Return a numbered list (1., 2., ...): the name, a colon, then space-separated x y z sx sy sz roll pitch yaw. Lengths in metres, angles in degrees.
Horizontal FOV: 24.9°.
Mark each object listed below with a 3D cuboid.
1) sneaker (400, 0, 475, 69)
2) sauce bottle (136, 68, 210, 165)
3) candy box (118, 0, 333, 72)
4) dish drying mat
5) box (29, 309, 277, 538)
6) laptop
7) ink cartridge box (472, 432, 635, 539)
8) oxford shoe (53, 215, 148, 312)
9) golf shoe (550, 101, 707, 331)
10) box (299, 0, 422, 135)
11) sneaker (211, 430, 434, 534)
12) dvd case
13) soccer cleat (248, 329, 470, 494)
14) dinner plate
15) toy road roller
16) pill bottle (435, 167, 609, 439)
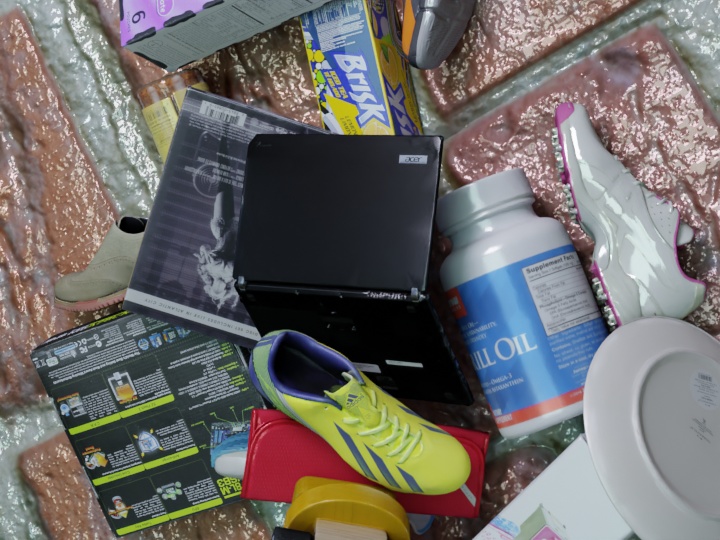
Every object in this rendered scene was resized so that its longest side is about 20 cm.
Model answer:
1. sneaker: 0.040 -0.269 1.356 0.112 0.078 0.201 11 87 25
2. sauce bottle: -0.134 -0.076 1.432 0.066 0.066 0.201 -18 94 22
3. candy box: -0.109 -0.284 1.367 0.200 0.071 0.168 -19 66 30
4. dish drying mat: 0.005 0.159 1.334 0.199 0.018 0.077 6 99 -12
5. box: -0.170 0.123 1.451 0.199 0.048 0.194 -20 102 22
6. laptop: 0.000 0.000 1.303 0.177 0.103 0.200 4 137 31
7. ink cartridge box: 0.155 0.213 1.295 0.200 0.144 0.085 -46 76 18
8. oxford shoe: -0.206 -0.012 1.449 0.200 0.071 0.074 -15 100 36
9. golf shoe: 0.213 -0.046 1.304 0.091 0.075 0.201 -19 88 6
10. box: 0.007 -0.135 1.371 0.064 0.070 0.201 -12 89 24
11. sneaker: -0.028 0.178 1.376 0.199 0.077 0.081 6 99 -2
12. dvd case: -0.100 -0.037 1.353 0.148 0.016 0.201 17 107 -5
13. soccer cleat: 0.001 0.114 1.279 0.200 0.084 0.065 32 66 -1
14. dinner plate: 0.253 0.126 1.230 0.024 0.200 0.201 -35 79 49
15. toy road roller: -0.020 0.254 1.280 0.122 0.146 0.201 10 119 -4
16. pill bottle: 0.129 0.025 1.312 0.112 0.112 0.201 -24 84 21
